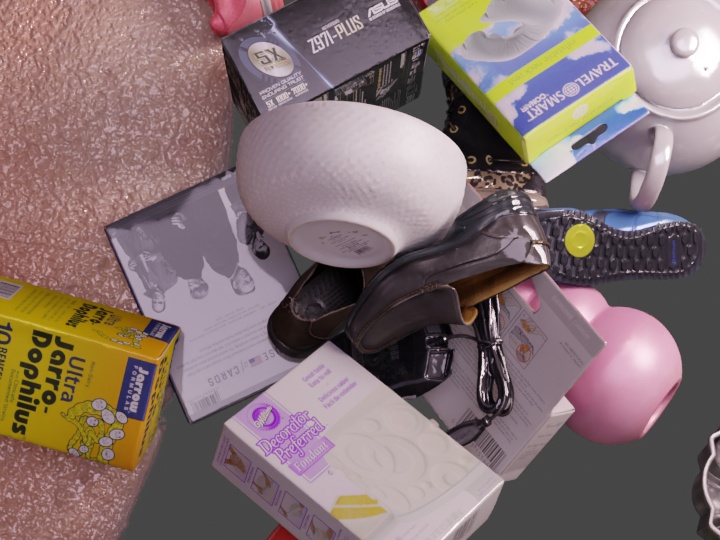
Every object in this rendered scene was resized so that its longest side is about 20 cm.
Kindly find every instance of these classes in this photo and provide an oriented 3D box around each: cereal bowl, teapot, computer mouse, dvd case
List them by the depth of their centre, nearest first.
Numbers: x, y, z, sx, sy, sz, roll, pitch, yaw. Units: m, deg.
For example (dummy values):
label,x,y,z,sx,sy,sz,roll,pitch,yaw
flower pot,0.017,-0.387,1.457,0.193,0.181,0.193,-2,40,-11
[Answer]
label,x,y,z,sx,sy,sz,roll,pitch,yaw
cereal bowl,-0.011,-0.060,1.550,0.198,0.200,0.084,8,65,0
computer mouse,0.054,0.100,1.605,0.199,0.046,0.142,-24,64,29
teapot,0.282,-0.183,1.676,0.196,0.146,0.201,-30,84,-5
dvd case,-0.130,0.020,1.698,0.149,0.025,0.201,-24,84,-5

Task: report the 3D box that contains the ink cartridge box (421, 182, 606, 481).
label,x,y,z,sx,sy,sz,roll,pitch,yaw
ink cartridge box,0.116,0.054,1.613,0.200,0.045,0.177,51,121,26

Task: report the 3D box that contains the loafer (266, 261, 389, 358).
label,x,y,z,sx,sy,sz,roll,pitch,yaw
loafer,0.000,0.000,1.668,0.073,0.071,0.200,41,68,4

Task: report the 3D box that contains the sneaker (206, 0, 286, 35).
label,x,y,z,sx,sy,sz,roll,pitch,yaw
sneaker,-0.144,-0.312,1.722,0.086,0.074,0.201,-26,83,-3

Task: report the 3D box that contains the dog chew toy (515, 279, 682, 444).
label,x,y,z,sx,sy,sz,roll,pitch,yaw
dog chew toy,0.189,0.066,1.655,0.199,0.125,0.125,36,82,16

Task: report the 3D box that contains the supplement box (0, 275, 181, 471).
label,x,y,z,sx,sy,sz,roll,pitch,yaw
supplement box,-0.273,0.087,1.627,0.198,0.110,0.110,15,104,1

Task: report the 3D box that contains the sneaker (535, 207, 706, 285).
label,x,y,z,sx,sy,sz,roll,pitch,yaw
sneaker,0.212,-0.024,1.663,0.198,0.078,0.067,2,99,-24

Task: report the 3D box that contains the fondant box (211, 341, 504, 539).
label,x,y,z,sx,sy,sz,roll,pitch,yaw
fondant box,-0.002,0.168,1.528,0.199,0.059,0.144,37,46,18

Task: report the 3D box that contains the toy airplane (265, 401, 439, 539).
label,x,y,z,sx,sy,sz,roll,pitch,yaw
toy airplane,0.001,0.209,1.632,0.197,0.142,0.201,8,45,-10

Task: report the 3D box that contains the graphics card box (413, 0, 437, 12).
label,x,y,z,sx,sy,sz,roll,pitch,yaw
graphics card box,0.140,-0.295,1.738,0.199,0.051,0.126,-28,83,-6

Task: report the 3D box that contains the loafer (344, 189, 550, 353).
label,x,y,z,sx,sy,sz,roll,pitch,yaw
loafer,0.071,0.016,1.545,0.200,0.073,0.073,-38,57,21

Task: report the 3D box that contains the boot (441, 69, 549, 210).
label,x,y,z,sx,sy,sz,roll,pitch,yaw
boot,0.080,-0.120,1.676,0.198,0.073,0.152,9,63,-7

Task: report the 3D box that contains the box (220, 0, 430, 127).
label,x,y,z,sx,sy,sz,roll,pitch,yaw
box,-0.031,-0.180,1.641,0.163,0.200,0.087,-28,82,-5

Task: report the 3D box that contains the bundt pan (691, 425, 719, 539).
label,x,y,z,sx,sy,sz,roll,pitch,yaw
bundt pan,0.382,0.207,1.641,0.200,0.076,0.204,5,71,-14

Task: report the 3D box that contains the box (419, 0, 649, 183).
label,x,y,z,sx,sy,sz,roll,pitch,yaw
box,0.151,-0.184,1.633,0.121,0.048,0.200,-33,58,-8
